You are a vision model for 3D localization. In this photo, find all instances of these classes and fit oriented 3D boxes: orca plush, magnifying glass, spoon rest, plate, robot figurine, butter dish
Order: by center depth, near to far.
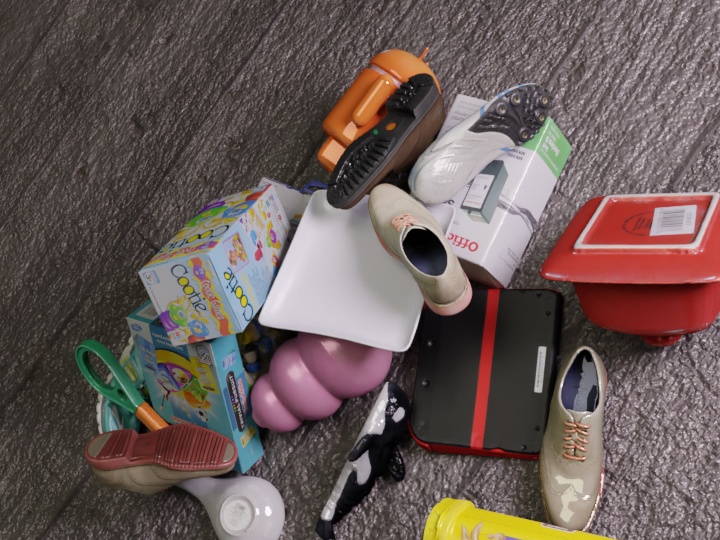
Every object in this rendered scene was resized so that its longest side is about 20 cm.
[{"bbox_3d":[0.316,0.011,1.080,0.196,0.150,0.200,0,28,31],"label":"butter dish"},{"bbox_3d":[0.017,0.237,1.195,0.070,0.105,0.202,27,81,6],"label":"orca plush"},{"bbox_3d":[0.000,0.000,1.204,0.196,0.032,0.203,8,61,25],"label":"plate"},{"bbox_3d":[-0.183,0.295,1.305,0.198,0.061,0.101,24,83,22],"label":"spoon rest"},{"bbox_3d":[0.028,-0.203,1.329,0.201,0.143,0.116,-52,41,1],"label":"robot figurine"},{"bbox_3d":[-0.310,0.170,1.351,0.199,0.080,0.022,41,48,11],"label":"magnifying glass"}]

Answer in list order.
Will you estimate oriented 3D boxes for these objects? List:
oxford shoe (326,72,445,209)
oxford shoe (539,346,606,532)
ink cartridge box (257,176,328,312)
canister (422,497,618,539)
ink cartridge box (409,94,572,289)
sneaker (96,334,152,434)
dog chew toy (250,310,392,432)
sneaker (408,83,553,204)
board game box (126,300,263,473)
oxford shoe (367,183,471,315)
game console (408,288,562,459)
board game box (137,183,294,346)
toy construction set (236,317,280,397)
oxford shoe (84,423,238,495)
[{"bbox_3d":[0.039,-0.140,1.240,0.200,0.085,0.072,-47,43,-10],"label":"oxford shoe"},{"bbox_3d":[0.225,0.179,1.079,0.069,0.074,0.204,2,71,15],"label":"oxford shoe"},{"bbox_3d":[-0.101,-0.038,1.381,0.135,0.076,0.203,23,83,34],"label":"ink cartridge box"},{"bbox_3d":[0.168,0.328,1.034,0.197,0.086,0.152,6,100,30],"label":"canister"},{"bbox_3d":[0.150,-0.099,1.254,0.144,0.084,0.203,21,81,36],"label":"ink cartridge box"},{"bbox_3d":[-0.305,0.155,1.411,0.079,0.077,0.203,8,74,44],"label":"sneaker"},{"bbox_3d":[-0.056,0.127,1.257,0.199,0.124,0.125,-40,54,14],"label":"dog chew toy"},{"bbox_3d":[0.138,-0.156,1.195,0.199,0.072,0.073,-37,25,2],"label":"sneaker"},{"bbox_3d":[-0.211,0.150,1.298,0.149,0.203,0.047,13,36,34],"label":"board game box"},{"bbox_3d":[0.062,-0.042,1.142,0.070,0.074,0.201,-33,52,-4],"label":"oxford shoe"},{"bbox_3d":[0.147,0.117,1.200,0.174,0.031,0.204,0,70,24],"label":"game console"},{"bbox_3d":[-0.166,-0.010,1.235,0.101,0.106,0.201,-12,22,24],"label":"board game box"},{"bbox_3d":[-0.188,0.106,1.344,0.091,0.133,0.198,-29,32,-34],"label":"toy construction set"},{"bbox_3d":[-0.246,0.244,1.281,0.196,0.076,0.071,0,35,12],"label":"oxford shoe"}]
